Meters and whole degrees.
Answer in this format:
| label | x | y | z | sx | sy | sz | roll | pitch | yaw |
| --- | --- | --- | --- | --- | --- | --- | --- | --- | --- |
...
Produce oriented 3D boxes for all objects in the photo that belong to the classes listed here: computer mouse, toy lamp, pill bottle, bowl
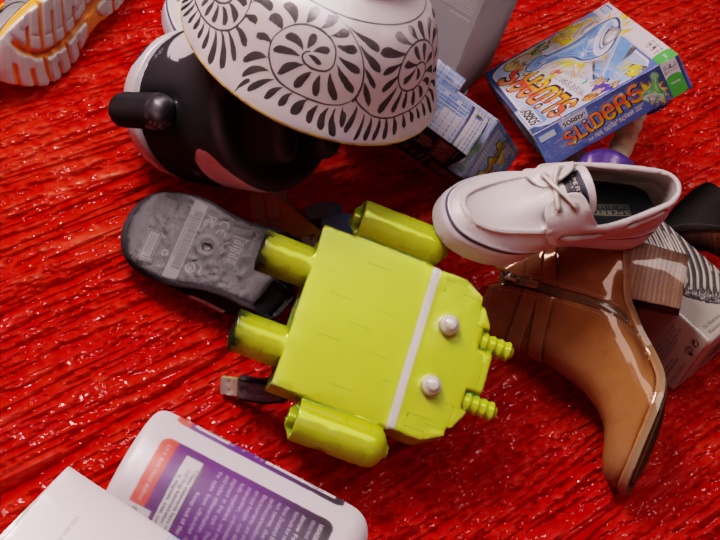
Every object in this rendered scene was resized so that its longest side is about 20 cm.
| label | x | y | z | sx | sy | sz | roll | pitch | yaw |
| --- | --- | --- | --- | --- | --- | --- | --- | --- | --- |
| computer mouse | -0.091 | 0.026 | 1.078 | 0.198 | 0.046 | 0.142 | 14 | 72 | 9 |
| toy lamp | 0.219 | -0.105 | 1.217 | 0.058 | 0.059 | 0.200 | 28 | 41 | 4 |
| pill bottle | -0.063 | 0.180 | 0.907 | 0.198 | 0.112 | 0.112 | 27 | 46 | 3 |
| bowl | -0.018 | -0.189 | 1.019 | 0.199 | 0.095 | 0.202 | 18 | 40 | -15 |

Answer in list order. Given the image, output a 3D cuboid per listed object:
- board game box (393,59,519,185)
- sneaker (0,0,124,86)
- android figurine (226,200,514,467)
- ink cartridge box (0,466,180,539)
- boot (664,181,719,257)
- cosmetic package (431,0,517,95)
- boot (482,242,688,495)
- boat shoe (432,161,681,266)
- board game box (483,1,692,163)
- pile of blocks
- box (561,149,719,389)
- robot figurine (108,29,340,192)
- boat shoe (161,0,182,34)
| label | x | y | z | sx | sy | sz | roll | pitch | yaw |
| --- | --- | --- | --- | --- | --- | --- | --- | --- | --- |
| board game box | 0.048 | -0.138 | 1.203 | 0.199 | 0.200 | 0.062 | 34 | 87 | -5 |
| sneaker | -0.265 | -0.221 | 1.212 | 0.076 | 0.079 | 0.201 | 18 | 41 | 13 |
| android figurine | 0.011 | 0.047 | 1.027 | 0.198 | 0.041 | 0.184 | 22 | 72 | -6 |
| ink cartridge box | -0.120 | 0.226 | 0.821 | 0.199 | 0.146 | 0.084 | 31 | 46 | 8 |
| boot | 0.353 | 0.012 | 1.226 | 0.200 | 0.188 | 0.068 | 50 | 59 | -9 |
| cosmetic package | 0.091 | -0.249 | 1.286 | 0.090 | 0.201 | 0.107 | 36 | 44 | 9 |
| boot | 0.163 | 0.063 | 1.123 | 0.153 | 0.077 | 0.202 | 9 | 80 | 13 |
| boat shoe | 0.148 | -0.048 | 1.063 | 0.198 | 0.066 | 0.073 | 1 | 62 | -26 |
| board game box | 0.190 | -0.164 | 1.253 | 0.134 | 0.035 | 0.200 | -30 | 23 | 4 |
| pile of blocks | 0.000 | 0.000 | 1.115 | 0.200 | 0.082 | 0.062 | 45 | 9 | 15 |
| box | 0.222 | -0.003 | 1.211 | 0.200 | 0.069 | 0.082 | 44 | 48 | 17 |
| robot figurine | -0.098 | -0.127 | 1.113 | 0.150 | 0.199 | 0.126 | 40 | 72 | -37 |
| boat shoe | -0.127 | -0.277 | 1.299 | 0.074 | 0.086 | 0.203 | 16 | 46 | -7 |
